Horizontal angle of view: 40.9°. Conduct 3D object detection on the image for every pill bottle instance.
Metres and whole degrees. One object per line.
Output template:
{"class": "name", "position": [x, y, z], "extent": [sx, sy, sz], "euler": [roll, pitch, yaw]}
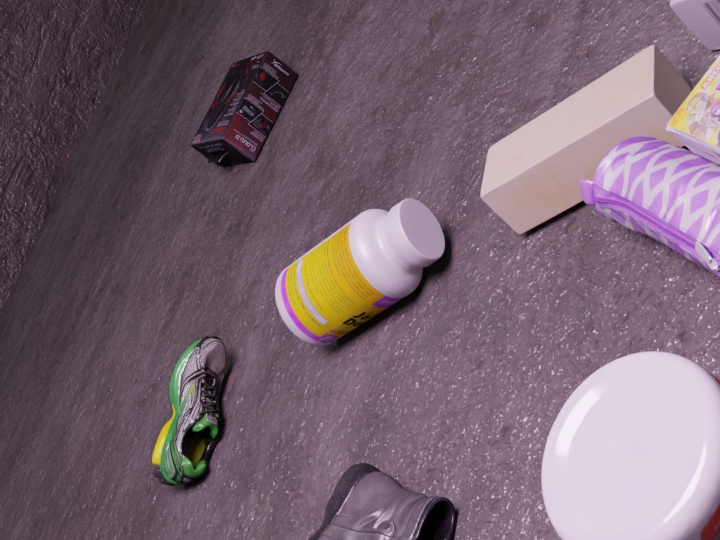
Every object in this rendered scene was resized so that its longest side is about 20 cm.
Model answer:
{"class": "pill bottle", "position": [0.203, 0.138, 0.539], "extent": [0.115, 0.199, 0.117], "euler": [-36, 35, 31]}
{"class": "pill bottle", "position": [0.000, 0.000, 1.088], "extent": [0.199, 0.104, 0.105], "euler": [-34, 36, 37]}

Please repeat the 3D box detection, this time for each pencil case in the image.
{"class": "pencil case", "position": [0.257, -0.041, 0.747], "extent": [0.084, 0.085, 0.200], "euler": [-25, 27, -8]}

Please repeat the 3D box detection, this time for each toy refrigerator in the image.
{"class": "toy refrigerator", "position": [0.212, -0.117, 0.914], "extent": [0.199, 0.070, 0.077], "euler": [-30, 32, 39]}

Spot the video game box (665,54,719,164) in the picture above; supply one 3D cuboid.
{"class": "video game box", "position": [0.329, -0.144, 0.654], "extent": [0.201, 0.047, 0.182], "euler": [-53, 30, 9]}

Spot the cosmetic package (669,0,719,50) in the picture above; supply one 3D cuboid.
{"class": "cosmetic package", "position": [0.355, -0.310, 0.874], "extent": [0.101, 0.074, 0.202], "euler": [-11, 51, 52]}

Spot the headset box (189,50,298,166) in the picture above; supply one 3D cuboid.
{"class": "headset box", "position": [-0.212, -0.275, 1.712], "extent": [0.148, 0.075, 0.202], "euler": [4, 65, 57]}

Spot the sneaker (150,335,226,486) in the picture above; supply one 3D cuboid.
{"class": "sneaker", "position": [-0.208, 0.184, 1.278], "extent": [0.084, 0.078, 0.203], "euler": [-12, 61, 43]}

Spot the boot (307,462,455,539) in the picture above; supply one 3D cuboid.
{"class": "boot", "position": [-0.002, 0.278, 0.864], "extent": [0.131, 0.069, 0.203], "euler": [14, 78, 55]}
